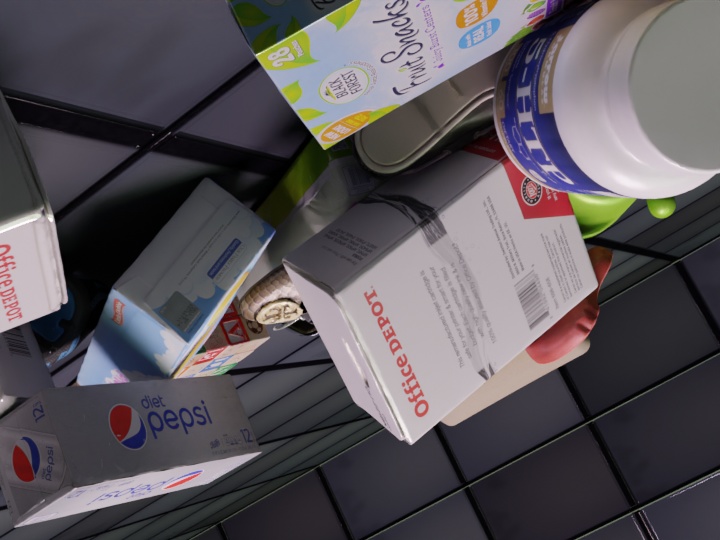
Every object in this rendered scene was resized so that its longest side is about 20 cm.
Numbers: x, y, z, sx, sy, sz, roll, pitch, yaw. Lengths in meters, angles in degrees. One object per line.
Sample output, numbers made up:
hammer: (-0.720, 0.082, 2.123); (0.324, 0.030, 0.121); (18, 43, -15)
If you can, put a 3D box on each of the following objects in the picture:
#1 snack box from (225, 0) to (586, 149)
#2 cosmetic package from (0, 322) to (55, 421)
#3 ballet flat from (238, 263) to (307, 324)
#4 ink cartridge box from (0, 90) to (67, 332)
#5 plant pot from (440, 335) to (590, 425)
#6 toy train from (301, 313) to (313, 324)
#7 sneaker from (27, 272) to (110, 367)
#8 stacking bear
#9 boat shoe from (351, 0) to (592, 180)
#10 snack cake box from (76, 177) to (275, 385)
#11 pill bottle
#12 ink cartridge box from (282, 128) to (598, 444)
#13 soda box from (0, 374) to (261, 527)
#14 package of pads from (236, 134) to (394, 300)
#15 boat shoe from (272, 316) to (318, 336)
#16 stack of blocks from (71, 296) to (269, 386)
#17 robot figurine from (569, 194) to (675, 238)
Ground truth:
snack box: (0.037, -0.158, 0.560); (0.198, 0.068, 0.169); (-28, 168, 5)
cosmetic package: (-0.315, 0.087, 0.704); (0.198, 0.109, 0.085); (-30, 167, 4)
ballet flat: (0.000, 0.000, 0.832); (0.198, 0.047, 0.067); (-23, 164, -14)
ink cartridge box: (-0.257, -0.002, 0.531); (0.198, 0.086, 0.146); (-21, 165, -19)
plant pot: (0.104, 0.032, 1.168); (0.199, 0.202, 0.176); (-32, 155, 20)
toy train: (-0.003, -0.007, 1.024); (0.199, 0.046, 0.034); (-35, 166, -48)
sneaker: (-0.269, 0.068, 0.795); (0.198, 0.074, 0.082); (-29, 174, 16)
stacking bear: (0.118, -0.010, 0.995); (0.114, 0.199, 0.122); (-49, -170, 47)
boat shoe: (0.079, -0.130, 0.750); (0.198, 0.067, 0.057); (-32, 177, -3)
snack cake box: (-0.146, 0.031, 0.811); (0.116, 0.067, 0.200); (-56, -176, -31)
pill bottle: (0.160, -0.104, 0.629); (0.118, 0.121, 0.200); (-25, -172, -6)
ink cartridge box: (0.062, 0.003, 0.776); (0.199, 0.145, 0.083); (-37, -149, -19)
soda box: (-0.158, 0.119, 0.738); (0.063, 0.069, 0.199); (-33, 163, 24)
package of pads: (-0.008, -0.048, 0.881); (0.153, 0.069, 0.200); (-16, 163, -37)
boat shoe: (-0.067, 0.025, 1.050); (0.074, 0.062, 0.200); (-24, 166, -6)
stack of blocks: (-0.197, 0.095, 1.065); (0.199, 0.059, 0.114); (-38, 163, 37)
robot figurine: (0.214, -0.099, 1.017); (0.173, 0.118, 0.200); (2, 165, -3)
